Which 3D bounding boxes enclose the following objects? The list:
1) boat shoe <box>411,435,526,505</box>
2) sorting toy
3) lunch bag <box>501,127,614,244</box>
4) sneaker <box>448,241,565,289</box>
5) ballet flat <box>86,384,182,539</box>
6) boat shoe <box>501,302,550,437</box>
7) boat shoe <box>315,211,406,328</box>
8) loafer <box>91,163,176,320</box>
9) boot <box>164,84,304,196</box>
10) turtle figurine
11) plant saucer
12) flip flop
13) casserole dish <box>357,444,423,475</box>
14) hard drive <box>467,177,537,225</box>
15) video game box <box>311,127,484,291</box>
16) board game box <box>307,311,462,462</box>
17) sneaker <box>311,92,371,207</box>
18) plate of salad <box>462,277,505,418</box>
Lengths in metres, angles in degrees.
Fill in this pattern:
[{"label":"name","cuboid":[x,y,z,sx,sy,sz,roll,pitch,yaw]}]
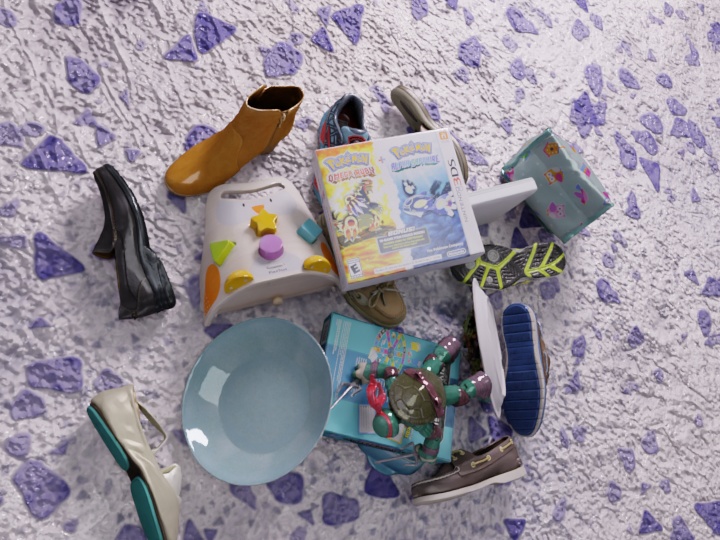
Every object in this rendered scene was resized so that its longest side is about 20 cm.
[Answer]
[{"label":"boat shoe","cuboid":[0.150,0.284,0.800,0.196,0.072,0.061,-4,69,-29]},{"label":"sorting toy","cuboid":[-0.132,-0.046,0.760,0.196,0.107,0.183,-12,63,-16]},{"label":"lunch bag","cuboid":[0.337,-0.153,0.985,0.171,0.122,0.200,50,20,0]},{"label":"sneaker","cuboid":[0.236,0.000,0.928,0.195,0.076,0.077,-1,76,-12]},{"label":"ballet flat","cuboid":[-0.244,0.224,0.651,0.069,0.069,0.203,-26,85,-28]},{"label":"boat shoe","cuboid":[0.268,0.156,0.887,0.072,0.071,0.205,15,74,-47]},{"label":"boat shoe","cuboid":[0.000,0.000,0.828,0.200,0.063,0.073,47,62,-3]},{"label":"loafer","cuboid":[-0.300,-0.037,0.705,0.071,0.073,0.203,-22,82,-23]},{"label":"boot","cuboid":[-0.173,-0.184,0.765,0.200,0.144,0.071,-34,87,-28]},{"label":"turtle figurine","cuboid":[0.067,0.163,0.694,0.198,0.101,0.152,-25,81,-32]},{"label":"plant saucer","cuboid":[-0.125,0.161,0.701,0.196,0.039,0.205,-5,64,11]},{"label":"flip flop","cuboid":[0.108,-0.219,0.943,0.057,0.081,0.201,-38,89,-11]},{"label":"casserole dish","cuboid":[0.071,0.193,0.812,0.120,0.039,0.202,32,63,-11]},{"label":"hard drive","cuboid":[0.165,-0.091,0.890,0.197,0.132,0.027,-17,78,-27]},{"label":"video game box","cuboid":[0.050,-0.086,0.754,0.196,0.047,0.186,-13,77,-14]},{"label":"board game box","cuboid":[0.033,0.159,0.759,0.196,0.047,0.154,18,66,-14]},{"label":"sneaker","cuboid":[-0.026,-0.177,0.854,0.078,0.095,0.205,3,73,-23]},{"label":"plate of salad","cuboid":[0.176,0.113,0.826,0.047,0.200,0.205,-10,73,17]}]
